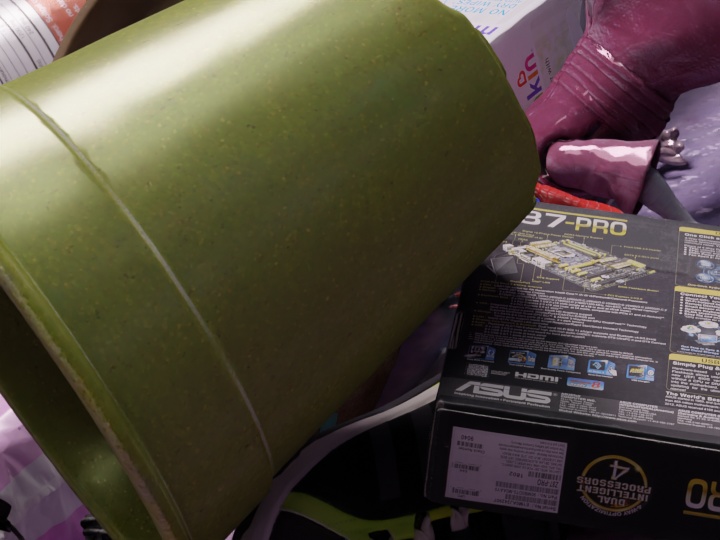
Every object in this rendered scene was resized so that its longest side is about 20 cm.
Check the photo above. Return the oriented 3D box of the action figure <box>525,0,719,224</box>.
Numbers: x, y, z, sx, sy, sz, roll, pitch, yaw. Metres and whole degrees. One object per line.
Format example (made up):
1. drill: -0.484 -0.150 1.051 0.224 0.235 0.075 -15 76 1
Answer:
1. action figure: 0.115 -0.084 1.158 0.200 0.149 0.134 -53 21 1

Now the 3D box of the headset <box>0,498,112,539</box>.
1. headset: -0.151 0.124 0.966 0.093 0.124 0.199 6 15 37

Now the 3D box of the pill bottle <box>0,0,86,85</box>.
1. pill bottle: -0.194 -0.095 1.404 0.199 0.113 0.112 -31 30 -24

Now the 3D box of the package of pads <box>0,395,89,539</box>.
1. package of pads: -0.184 0.071 1.126 0.199 0.076 0.120 10 35 43

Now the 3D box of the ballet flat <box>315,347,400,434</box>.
1. ballet flat: 0.000 0.000 1.147 0.067 0.073 0.201 7 42 2

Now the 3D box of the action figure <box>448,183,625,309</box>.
1. action figure: 0.072 -0.010 1.081 0.199 0.066 0.052 31 24 16

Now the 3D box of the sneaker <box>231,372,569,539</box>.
1. sneaker: 0.034 0.085 0.971 0.083 0.072 0.200 14 40 44

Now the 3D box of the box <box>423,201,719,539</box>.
1. box: 0.131 0.039 0.960 0.198 0.049 0.162 8 32 5

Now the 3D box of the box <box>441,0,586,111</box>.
1. box: 0.039 -0.109 1.312 0.199 0.097 0.176 10 35 41

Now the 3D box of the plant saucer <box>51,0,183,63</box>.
1. plant saucer: -0.057 -0.062 1.100 0.199 0.029 0.202 -13 66 31

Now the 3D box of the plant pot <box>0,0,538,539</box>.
1. plant pot: -0.045 -0.021 0.912 0.190 0.201 0.200 -36 31 -13
